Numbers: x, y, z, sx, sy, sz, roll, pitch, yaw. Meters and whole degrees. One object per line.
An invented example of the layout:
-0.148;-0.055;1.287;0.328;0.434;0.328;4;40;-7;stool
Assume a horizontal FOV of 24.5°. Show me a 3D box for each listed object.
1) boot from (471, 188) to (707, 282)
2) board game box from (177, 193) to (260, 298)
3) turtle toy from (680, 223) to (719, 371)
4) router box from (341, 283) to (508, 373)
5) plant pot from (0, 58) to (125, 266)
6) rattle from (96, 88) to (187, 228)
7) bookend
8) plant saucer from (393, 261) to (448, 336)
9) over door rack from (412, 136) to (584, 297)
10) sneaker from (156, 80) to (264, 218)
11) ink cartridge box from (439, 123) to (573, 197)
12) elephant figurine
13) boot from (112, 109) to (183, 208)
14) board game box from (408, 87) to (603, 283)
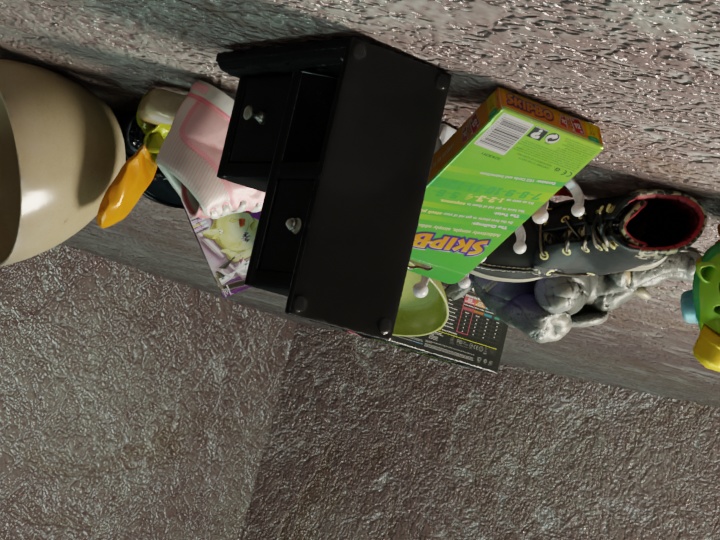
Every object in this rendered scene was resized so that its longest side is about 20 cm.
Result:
0.192;-0.035;1.457;0.203;0.074;0.154;-2;174;-7;boot
-0.113;-0.050;1.722;0.120;0.032;0.200;-26;149;-6;board game box
0.359;0.022;1.437;0.200;0.146;0.101;19;-166;-31;turtle toy
0.088;0.026;1.983;0.200;0.150;0.062;18;173;-27;router box
-0.309;-0.113;1.620;0.134;0.201;0.200;-11;-171;-32;plant pot
-0.127;-0.085;1.571;0.200;0.143;0.130;23;153;-15;rattle
-0.044;-0.062;1.246;0.092;0.199;0.200;16;175;-33;bookend
0.000;0.000;1.667;0.200;0.031;0.200;20;154;10;plant saucer
0.074;-0.042;1.368;0.148;0.067;0.200;-33;147;33;over door rack
-0.099;-0.073;1.498;0.200;0.105;0.075;38;170;-28;sneaker
0.070;-0.085;1.490;0.162;0.050;0.200;10;169;44;ink cartridge box
0.222;0.008;1.671;0.200;0.142;0.155;-1;-143;-46;elephant figurine
-0.191;-0.113;1.725;0.200;0.077;0.168;27;172;-36;boot
0.088;-0.059;1.280;0.095;0.030;0.200;18;136;-27;board game box
